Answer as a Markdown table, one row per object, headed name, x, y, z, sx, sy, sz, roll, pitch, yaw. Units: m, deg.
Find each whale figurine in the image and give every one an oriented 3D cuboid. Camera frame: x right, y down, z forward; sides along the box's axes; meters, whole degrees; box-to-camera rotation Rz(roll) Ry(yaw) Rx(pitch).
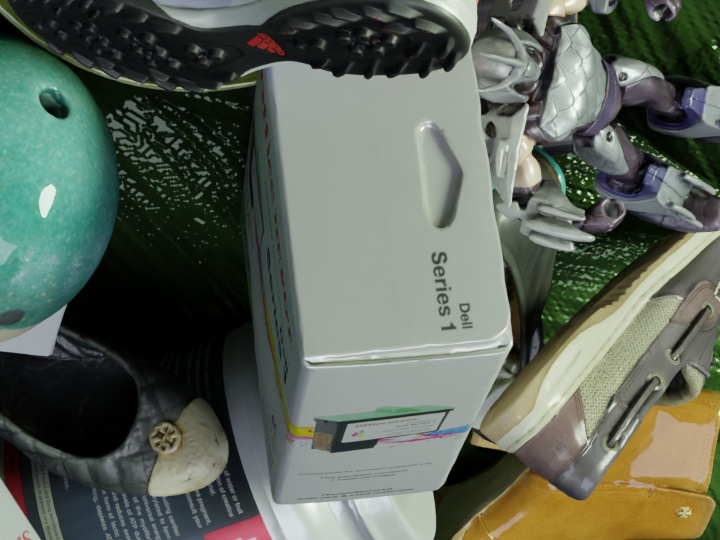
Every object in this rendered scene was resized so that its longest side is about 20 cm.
| name | x | y | z | sx | sy | sz | roll | pitch | yaw |
| --- | --- | --- | --- | --- | --- | --- | --- | --- | --- |
| whale figurine | -0.179 | -0.050 | 0.830 | 0.103 | 0.160 | 0.199 | -33 | 143 | 32 |

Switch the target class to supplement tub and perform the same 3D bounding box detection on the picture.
| name | x | y | z | sx | sy | sz | roll | pitch | yaw |
| --- | --- | --- | --- | --- | --- | --- | --- | --- | --- |
| supplement tub | -0.076 | 0.109 | 1.050 | 0.199 | 0.141 | 0.141 | -20 | 137 | 11 |

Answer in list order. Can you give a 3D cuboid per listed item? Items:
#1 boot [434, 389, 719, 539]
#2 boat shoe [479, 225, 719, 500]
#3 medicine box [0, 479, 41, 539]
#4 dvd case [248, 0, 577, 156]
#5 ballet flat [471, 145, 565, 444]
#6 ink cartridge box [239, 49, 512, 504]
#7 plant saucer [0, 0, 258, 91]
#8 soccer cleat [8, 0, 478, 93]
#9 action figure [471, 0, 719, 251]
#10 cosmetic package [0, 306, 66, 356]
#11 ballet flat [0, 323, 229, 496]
| name | x | y | z | sx | sy | sz | roll | pitch | yaw |
| --- | --- | --- | --- | --- | --- | --- | --- | --- | --- |
| boot | 0.115 | 0.138 | 1.164 | 0.143 | 0.071 | 0.202 | 10 | 127 | -7 |
| boat shoe | 0.133 | 0.036 | 0.990 | 0.065 | 0.200 | 0.072 | 50 | 139 | 1 |
| medicine box | -0.251 | 0.141 | 0.981 | 0.181 | 0.103 | 0.201 | -25 | 102 | 39 |
| dvd case | 0.021 | -0.117 | 0.916 | 0.147 | 0.016 | 0.201 | -7 | 138 | -2 |
| ballet flat | 0.054 | 0.025 | 1.013 | 0.068 | 0.068 | 0.201 | -39 | 144 | -33 |
| ink cartridge box | 0.000 | 0.000 | 0.884 | 0.083 | 0.146 | 0.200 | -5 | 160 | -8 |
| plant saucer | -0.064 | -0.162 | 0.820 | 0.198 | 0.031 | 0.201 | -3 | 128 | -4 |
| soccer cleat | -0.042 | -0.113 | 0.787 | 0.199 | 0.074 | 0.068 | 2 | 156 | 31 |
| action figure | 0.106 | -0.071 | 0.908 | 0.199 | 0.069 | 0.131 | 16 | 96 | -52 |
| cosmetic package | -0.229 | -0.018 | 0.925 | 0.198 | 0.083 | 0.051 | 7 | 136 | -19 |
| ballet flat | -0.153 | 0.049 | 0.972 | 0.199 | 0.067 | 0.057 | 25 | 169 | 6 |
